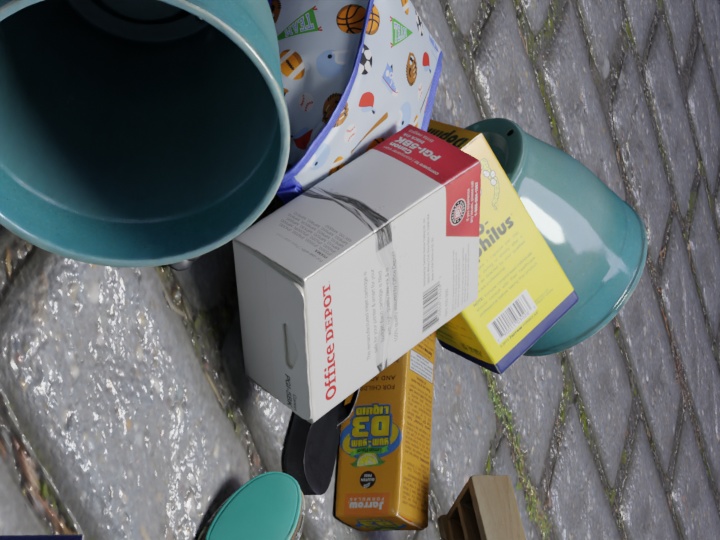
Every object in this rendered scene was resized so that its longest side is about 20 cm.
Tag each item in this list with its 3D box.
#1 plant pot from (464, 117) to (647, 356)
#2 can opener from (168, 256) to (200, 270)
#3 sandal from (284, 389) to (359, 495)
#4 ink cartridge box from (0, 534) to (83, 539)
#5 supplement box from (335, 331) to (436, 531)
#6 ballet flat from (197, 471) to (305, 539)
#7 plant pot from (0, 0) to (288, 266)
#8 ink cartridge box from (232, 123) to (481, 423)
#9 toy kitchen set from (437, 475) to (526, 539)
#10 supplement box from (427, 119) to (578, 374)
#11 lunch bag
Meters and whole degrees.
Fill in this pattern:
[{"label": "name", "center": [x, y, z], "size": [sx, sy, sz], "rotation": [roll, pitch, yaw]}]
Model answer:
[{"label": "plant pot", "center": [0.161, -0.049, 1.660], "size": [0.188, 0.199, 0.202], "rotation": [44, 45, -35]}, {"label": "can opener", "center": [-0.121, -0.098, 1.202], "size": [0.063, 0.078, 0.203], "rotation": [142, -46, -72]}, {"label": "sandal", "center": [-0.021, 0.096, 1.388], "size": [0.076, 0.042, 0.202], "rotation": [48, 43, -53]}, {"label": "ink cartridge box", "center": [-0.214, 0.232, 0.865], "size": [0.039, 0.098, 0.202], "rotation": [46, 44, -52]}, {"label": "supplement box", "center": [0.024, 0.128, 1.454], "size": [0.069, 0.066, 0.202], "rotation": [34, 54, -60]}, {"label": "ballet flat", "center": [-0.096, 0.232, 1.187], "size": [0.201, 0.071, 0.073], "rotation": [-61, 139, -51]}, {"label": "plant pot", "center": [-0.141, -0.141, 0.994], "size": [0.189, 0.198, 0.201], "rotation": [-92, 160, -47]}, {"label": "ink cartridge box", "center": [0.000, 0.000, 1.273], "size": [0.199, 0.083, 0.148], "rotation": [-34, 139, -33]}, {"label": "toy kitchen set", "center": [0.031, 0.294, 1.381], "size": [0.164, 0.198, 0.182], "rotation": [115, -30, -47]}, {"label": "supplement box", "center": [0.092, -0.023, 1.489], "size": [0.109, 0.109, 0.201], "rotation": [-41, 118, -14]}, {"label": "lunch bag", "center": [-0.022, -0.130, 1.330], "size": [0.170, 0.123, 0.202], "rotation": [42, 54, -59]}]
